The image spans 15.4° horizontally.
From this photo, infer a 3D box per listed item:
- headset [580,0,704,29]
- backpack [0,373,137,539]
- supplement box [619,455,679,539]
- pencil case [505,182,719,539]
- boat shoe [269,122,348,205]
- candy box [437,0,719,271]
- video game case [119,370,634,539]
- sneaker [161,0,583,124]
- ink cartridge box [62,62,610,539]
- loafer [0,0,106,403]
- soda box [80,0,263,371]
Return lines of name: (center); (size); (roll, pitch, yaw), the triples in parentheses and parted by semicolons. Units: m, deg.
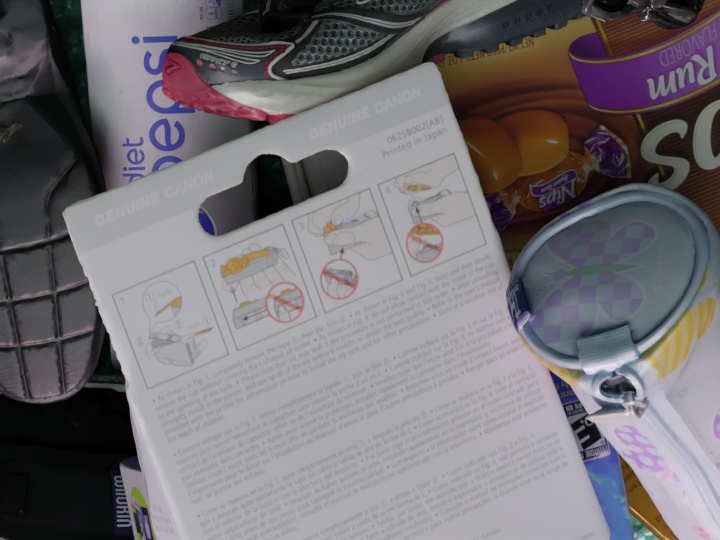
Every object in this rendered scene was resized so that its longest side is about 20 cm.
headset: (0.098, -0.188, 0.989); (0.123, 0.094, 0.201); (-16, 80, 46)
backpack: (-0.080, 0.136, 1.132); (0.199, 0.151, 0.178); (-2, 76, -12)
supplement box: (0.139, 0.075, 1.166); (0.069, 0.067, 0.200); (-41, 108, 15)
pencil case: (0.133, 0.053, 1.036); (0.083, 0.091, 0.200); (-27, 137, 12)
boat shoe: (0.000, 0.000, 1.138); (0.065, 0.074, 0.201); (-8, 104, 10)
candy box: (0.125, -0.048, 1.083); (0.199, 0.056, 0.117); (-12, 72, 8)
video game case: (0.019, 0.143, 1.067); (0.199, 0.045, 0.182); (-13, 97, -20)
sneaker: (0.003, -0.113, 1.042); (0.200, 0.081, 0.075); (-28, 119, -32)
ink cartridge box: (-0.011, 0.044, 1.009); (0.162, 0.057, 0.200); (-23, 93, -19)
loafer: (-0.138, -0.047, 1.082); (0.073, 0.072, 0.201); (-7, 95, 2)
soda box: (-0.077, -0.061, 1.109); (0.068, 0.063, 0.201); (-3, 115, 1)
